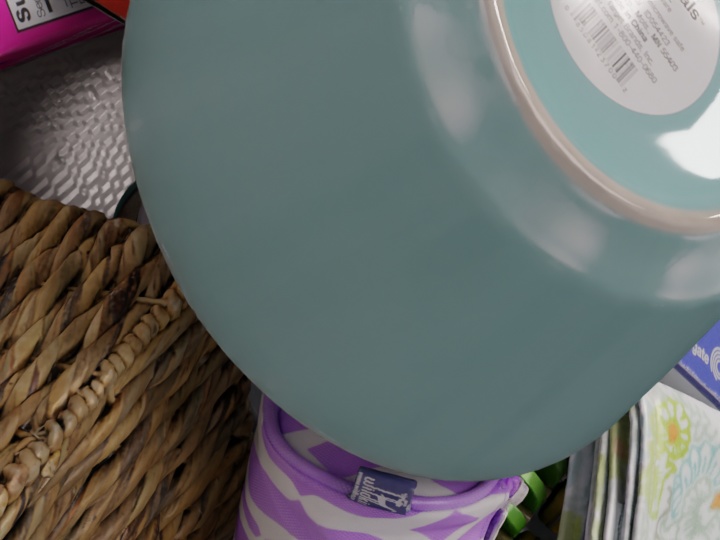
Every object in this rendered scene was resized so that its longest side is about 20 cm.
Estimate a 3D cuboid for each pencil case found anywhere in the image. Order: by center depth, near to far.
[{"bbox_3d":[-0.004,0.114,0.696,0.085,0.200,0.084,11,36,-5],"label":"pencil case"}]

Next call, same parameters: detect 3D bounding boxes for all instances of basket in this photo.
[{"bbox_3d":[-0.140,0.075,0.649,0.200,0.149,0.143,-52,150,-41],"label":"basket"}]

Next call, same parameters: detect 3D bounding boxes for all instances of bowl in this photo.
[{"bbox_3d":[0.047,-0.050,0.599,0.200,0.105,0.201,11,70,-32],"label":"bowl"}]

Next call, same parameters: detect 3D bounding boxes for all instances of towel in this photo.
[{"bbox_3d":[0.145,0.147,0.843,0.200,0.048,0.172,27,66,-37],"label":"towel"}]

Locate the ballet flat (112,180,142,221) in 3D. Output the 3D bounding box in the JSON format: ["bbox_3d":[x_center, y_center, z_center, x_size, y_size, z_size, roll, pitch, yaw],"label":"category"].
[{"bbox_3d":[0.000,0.000,0.808,0.200,0.062,0.068,9,113,-46],"label":"ballet flat"}]

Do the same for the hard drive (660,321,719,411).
[{"bbox_3d":[0.121,-0.057,0.885,0.132,0.025,0.201,39,52,-45],"label":"hard drive"}]

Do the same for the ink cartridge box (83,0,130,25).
[{"bbox_3d":[0.002,-0.096,0.679,0.200,0.050,0.109,29,59,-26],"label":"ink cartridge box"}]

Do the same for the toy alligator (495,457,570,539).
[{"bbox_3d":[0.072,0.063,0.854,0.059,0.054,0.200,41,63,5],"label":"toy alligator"}]

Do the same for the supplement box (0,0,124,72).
[{"bbox_3d":[-0.096,-0.127,0.721,0.200,0.101,0.104,-26,98,-47],"label":"supplement box"}]

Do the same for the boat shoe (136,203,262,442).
[{"bbox_3d":[-0.036,0.054,0.758,0.200,0.068,0.074,58,35,-32],"label":"boat shoe"}]

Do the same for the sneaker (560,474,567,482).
[{"bbox_3d":[0.113,0.100,0.923,0.091,0.078,0.201,10,68,-28],"label":"sneaker"}]
